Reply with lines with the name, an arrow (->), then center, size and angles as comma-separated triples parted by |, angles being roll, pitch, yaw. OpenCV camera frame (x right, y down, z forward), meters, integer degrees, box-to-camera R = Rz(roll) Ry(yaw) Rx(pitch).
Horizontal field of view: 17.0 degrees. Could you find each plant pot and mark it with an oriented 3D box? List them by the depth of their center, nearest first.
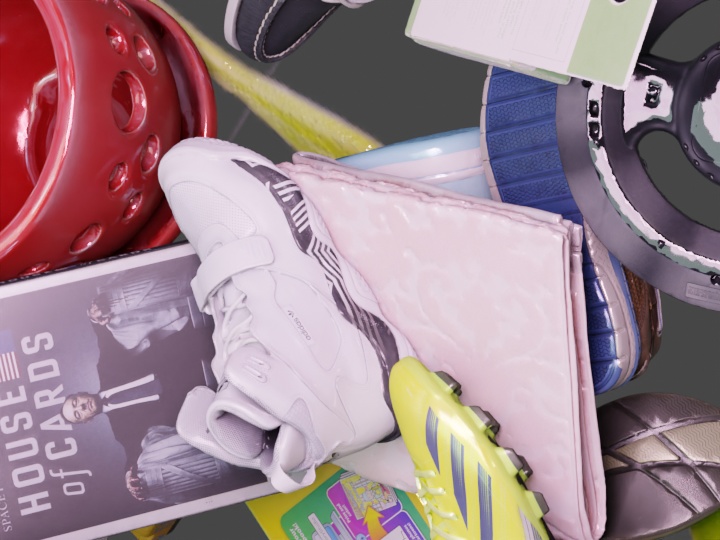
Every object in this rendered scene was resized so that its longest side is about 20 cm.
plant pot -> -0.195, -0.083, 1.405 | 0.200, 0.182, 0.202 | -4, 82, 29

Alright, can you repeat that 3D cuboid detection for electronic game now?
electronic game -> 0.196, -0.078, 1.200 | 0.199, 0.042, 0.201 | 1, 94, 14

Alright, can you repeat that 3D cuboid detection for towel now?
towel -> 0.040, 0.041, 1.294 | 0.199, 0.032, 0.192 | 16, 123, 36

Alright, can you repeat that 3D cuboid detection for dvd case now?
dvd case -> -0.139, 0.070, 1.341 | 0.025, 0.199, 0.151 | 179, 78, -75

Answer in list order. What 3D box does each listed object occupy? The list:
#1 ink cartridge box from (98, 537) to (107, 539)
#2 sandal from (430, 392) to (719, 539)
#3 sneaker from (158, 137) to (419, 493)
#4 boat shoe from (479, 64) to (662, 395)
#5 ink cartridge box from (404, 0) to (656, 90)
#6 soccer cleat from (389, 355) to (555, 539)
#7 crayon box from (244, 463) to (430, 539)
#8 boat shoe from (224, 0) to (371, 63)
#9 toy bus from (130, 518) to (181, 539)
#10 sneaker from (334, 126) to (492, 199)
ink cartridge box -> -0.256, 0.095, 1.416 | 0.146, 0.200, 0.086 | -10, 56, 40
sandal -> 0.123, 0.130, 1.332 | 0.200, 0.057, 0.080 | -30, 68, 21
sneaker -> -0.060, 0.024, 1.268 | 0.200, 0.115, 0.075 | 51, 136, 6
boat shoe -> 0.116, -0.038, 1.283 | 0.072, 0.072, 0.201 | -4, 97, 38
ink cartridge box -> 0.109, -0.165, 1.188 | 0.200, 0.048, 0.146 | 23, 96, 55
soccer cleat -> 0.061, 0.139, 1.244 | 0.083, 0.065, 0.201 | -32, 93, 4
crayon box -> 0.012, 0.148, 1.425 | 0.119, 0.058, 0.200 | -40, 80, 37
boat shoe -> -0.006, -0.181, 1.327 | 0.060, 0.075, 0.200 | 50, 127, 20
toy bus -> -0.192, 0.089, 1.544 | 0.200, 0.078, 0.065 | 46, 126, 16
sneaker -> 0.000, 0.000, 1.377 | 0.199, 0.079, 0.131 | -12, 95, 39
